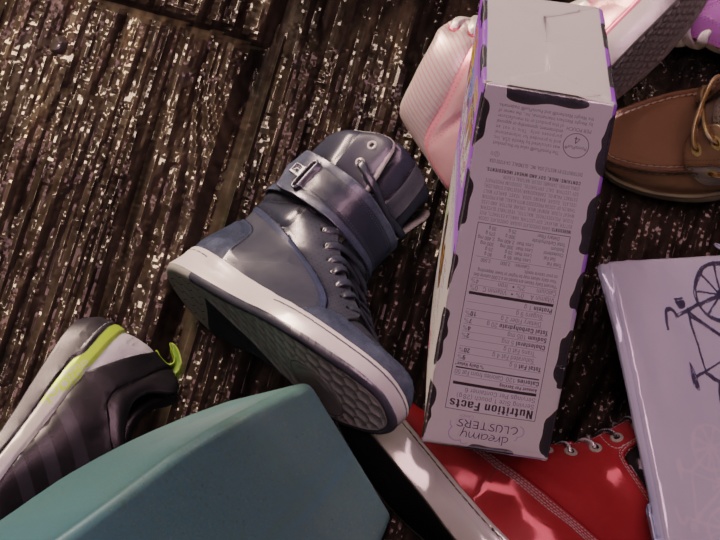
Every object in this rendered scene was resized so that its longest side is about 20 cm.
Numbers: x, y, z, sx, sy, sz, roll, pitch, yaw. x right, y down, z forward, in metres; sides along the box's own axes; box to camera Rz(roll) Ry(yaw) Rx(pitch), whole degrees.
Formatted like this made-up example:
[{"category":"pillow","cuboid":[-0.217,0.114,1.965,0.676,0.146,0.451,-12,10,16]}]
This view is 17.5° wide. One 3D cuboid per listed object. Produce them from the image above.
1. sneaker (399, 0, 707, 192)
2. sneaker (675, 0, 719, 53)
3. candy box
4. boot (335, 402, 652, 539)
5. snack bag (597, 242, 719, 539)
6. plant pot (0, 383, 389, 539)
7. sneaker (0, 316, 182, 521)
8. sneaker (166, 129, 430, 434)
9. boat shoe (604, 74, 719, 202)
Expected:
[{"category":"sneaker","cuboid":[0.105,-0.131,1.353,0.200,0.075,0.105,-44,73,10]},{"category":"sneaker","cuboid":[0.218,-0.142,1.395,0.114,0.073,0.201,-40,81,5]},{"category":"candy box","cuboid":[0.082,-0.027,1.246,0.071,0.168,0.202,8,113,0]},{"category":"boot","cuboid":[0.093,0.102,1.303,0.200,0.072,0.144,43,74,5]},{"category":"snack bag","cuboid":[0.233,0.070,1.311,0.198,0.021,0.190,-2,71,-22]},{"category":"plant pot","cuboid":[-0.091,0.155,1.219,0.200,0.141,0.142,-38,102,-34]},{"category":"sneaker","cuboid":[-0.163,0.117,1.284,0.082,0.072,0.201,28,73,6]},{"category":"sneaker","cuboid":[-0.001,-0.001,1.290,0.146,0.077,0.202,-38,41,-16]},{"category":"boat shoe","cuboid":[0.223,-0.084,1.333,0.198,0.066,0.075,-4,66,26]}]
